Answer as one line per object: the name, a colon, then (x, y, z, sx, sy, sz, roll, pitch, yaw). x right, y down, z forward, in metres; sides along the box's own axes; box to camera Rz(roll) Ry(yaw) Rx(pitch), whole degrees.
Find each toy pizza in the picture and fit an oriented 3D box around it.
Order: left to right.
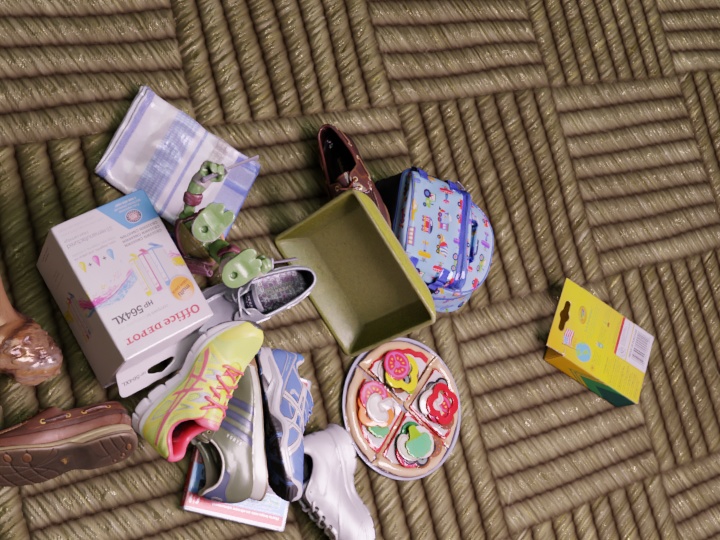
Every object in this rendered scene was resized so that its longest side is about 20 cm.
toy pizza: (0.065, 0.194, 1.402, 0.198, 0.032, 0.203, 8, 74, -28)

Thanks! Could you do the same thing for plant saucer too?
plant saucer: (0.000, 0.000, 1.321, 0.048, 0.199, 0.201, -37, 96, -40)

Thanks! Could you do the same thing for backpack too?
backpack: (0.112, -0.037, 1.430, 0.198, 0.134, 0.185, 22, 68, -27)

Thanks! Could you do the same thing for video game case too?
video game case: (-0.146, 0.223, 1.282, 0.141, 0.017, 0.203, 20, 68, -25)

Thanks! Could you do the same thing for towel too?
towel: (-0.240, -0.137, 1.317, 0.199, 0.024, 0.148, 34, 64, -19)

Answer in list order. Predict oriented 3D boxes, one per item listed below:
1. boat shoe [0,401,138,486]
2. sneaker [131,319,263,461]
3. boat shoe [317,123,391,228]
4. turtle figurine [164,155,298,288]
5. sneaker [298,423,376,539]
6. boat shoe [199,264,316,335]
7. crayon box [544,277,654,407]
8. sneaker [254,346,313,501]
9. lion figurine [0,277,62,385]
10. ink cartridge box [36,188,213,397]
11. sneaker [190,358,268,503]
boat shoe: (-0.362, 0.197, 1.144, 0.197, 0.073, 0.068, -8, 48, -23)
sneaker: (-0.179, 0.147, 1.177, 0.200, 0.090, 0.078, -47, 143, 5)
boat shoe: (-0.017, -0.116, 1.375, 0.070, 0.070, 0.202, -28, 59, 7)
turtle figurine: (-0.154, -0.061, 1.218, 0.197, 0.194, 0.146, -1, 103, -16)
sneaker: (-0.040, 0.306, 1.292, 0.086, 0.074, 0.203, -8, 73, -33)
boat shoe: (-0.147, 0.037, 1.293, 0.199, 0.071, 0.071, -23, 89, -26)
crayon box: (0.374, 0.116, 1.587, 0.199, 0.051, 0.128, 33, 63, -19)
sneaker: (-0.092, 0.190, 1.254, 0.076, 0.076, 0.203, 1, 68, -30)
lion figurine: (-0.429, 0.046, 1.136, 0.122, 0.072, 0.202, -21, 84, -39)
ink cartridge box: (-0.276, 0.033, 1.179, 0.128, 0.125, 0.202, -28, 84, -32)
sneaker: (-0.171, 0.189, 1.226, 0.089, 0.067, 0.203, -1, 77, -28)
